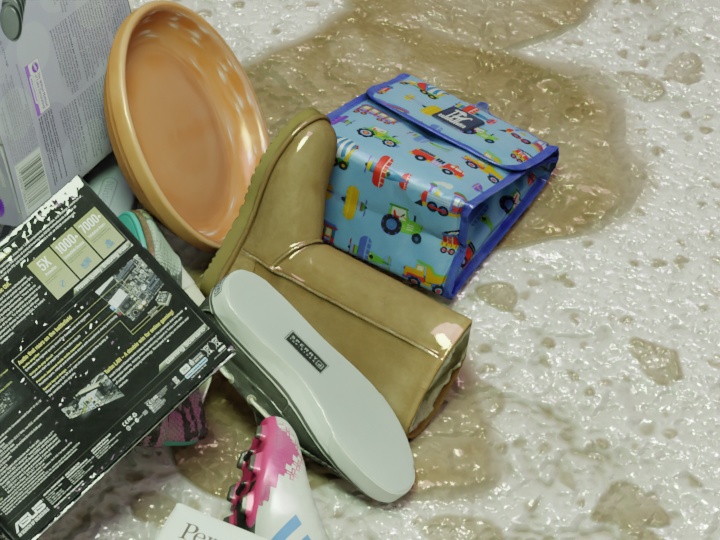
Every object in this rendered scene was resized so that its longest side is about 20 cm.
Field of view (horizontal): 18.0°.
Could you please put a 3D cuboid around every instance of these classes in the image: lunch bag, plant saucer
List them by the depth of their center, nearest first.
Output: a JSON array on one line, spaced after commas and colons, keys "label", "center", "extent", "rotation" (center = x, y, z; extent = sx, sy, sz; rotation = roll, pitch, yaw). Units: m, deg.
[{"label": "plant saucer", "center": [-0.135, -0.107, 1.742], "extent": [0.037, 0.200, 0.200], "rotation": [-18, 39, 27]}, {"label": "lunch bag", "center": [0.058, -0.083, 1.809], "extent": [0.150, 0.094, 0.200], "rotation": [25, 36, 17]}]

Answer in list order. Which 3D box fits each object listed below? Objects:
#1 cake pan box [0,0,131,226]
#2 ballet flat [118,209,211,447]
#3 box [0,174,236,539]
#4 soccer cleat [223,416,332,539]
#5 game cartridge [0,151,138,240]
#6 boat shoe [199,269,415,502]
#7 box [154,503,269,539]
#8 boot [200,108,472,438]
[{"label": "cake pan box", "center": [-0.236, -0.155, 1.692], "extent": [0.052, 0.200, 0.184], "rotation": [8, 36, 31]}, {"label": "ballet flat", "center": [-0.142, 0.046, 1.663], "extent": [0.071, 0.069, 0.200], "rotation": [13, 48, -27]}, {"label": "box", "center": [-0.213, 0.066, 1.529], "extent": [0.164, 0.086, 0.200], "rotation": [47, 71, -2]}, {"label": "soccer cleat", "center": [-0.047, 0.191, 1.538], "extent": [0.086, 0.070, 0.200], "rotation": [16, 48, -13]}, {"label": "game cartridge", "center": [-0.241, -0.051, 1.755], "extent": [0.133, 0.042, 0.200], "rotation": [14, 46, -1]}, {"label": "boat shoe", "center": [-0.042, 0.091, 1.624], "extent": [0.200, 0.064, 0.071], "rotation": [50, 37, 6]}, {"label": "box", "center": [-0.054, 0.275, 1.355], "extent": [0.198, 0.200, 0.131], "rotation": [20, 47, 11]}, {"label": "boot", "center": [0.000, 0.000, 1.676], "extent": [0.200, 0.176, 0.066], "rotation": [31, 10, 23]}]
